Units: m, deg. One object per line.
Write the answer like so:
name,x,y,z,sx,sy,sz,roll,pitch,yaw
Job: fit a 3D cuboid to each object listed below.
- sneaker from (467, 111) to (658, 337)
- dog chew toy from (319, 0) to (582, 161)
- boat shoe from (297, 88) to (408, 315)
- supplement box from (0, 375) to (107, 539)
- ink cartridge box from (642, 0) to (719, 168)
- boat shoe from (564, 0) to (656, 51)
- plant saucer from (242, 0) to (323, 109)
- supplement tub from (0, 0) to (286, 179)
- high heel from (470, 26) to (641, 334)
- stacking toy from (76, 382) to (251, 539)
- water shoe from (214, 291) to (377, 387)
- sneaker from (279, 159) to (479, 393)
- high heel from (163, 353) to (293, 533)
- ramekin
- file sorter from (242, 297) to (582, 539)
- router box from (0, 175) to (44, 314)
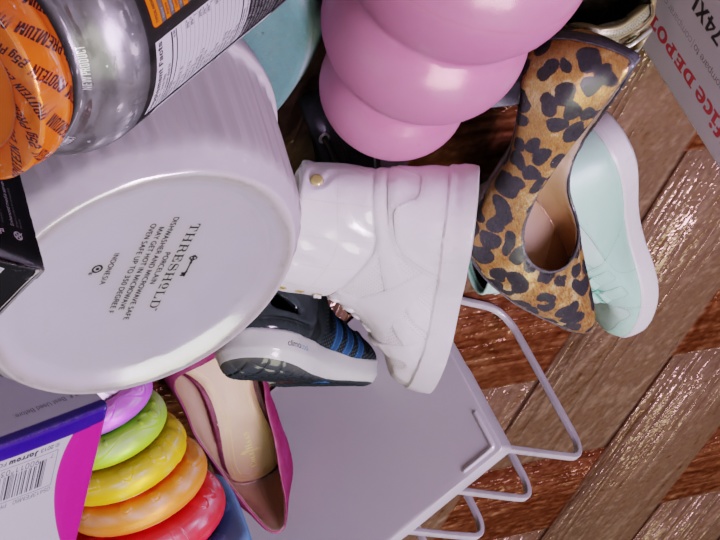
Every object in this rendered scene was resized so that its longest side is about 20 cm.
sneaker,0.121,-0.009,1.282,0.118,0.074,0.201,-29,140,-8
dog chew toy,0.036,-0.130,0.991,0.124,0.125,0.200,-8,149,-28
boat shoe,-0.010,-0.035,1.155,0.066,0.070,0.200,-12,147,-10
supplement box,-0.228,0.138,1.158,0.101,0.103,0.201,-19,138,-41
ink cartridge box,0.268,-0.161,1.094,0.145,0.147,0.201,-11,146,-25
boat shoe,0.133,-0.155,1.081,0.073,0.063,0.201,-15,147,-19
plant saucer,-0.099,-0.107,0.996,0.199,0.036,0.201,-20,145,-14
supplement tub,-0.102,-0.128,0.809,0.200,0.122,0.123,-44,165,-40
high heel,0.124,-0.043,1.122,0.142,0.072,0.200,-10,126,38
stacking toy,-0.151,0.096,1.200,0.115,0.110,0.201,-22,117,-7
water shoe,-0.033,0.029,1.223,0.071,0.080,0.200,-1,174,12
sneaker,0.000,0.000,1.111,0.115,0.074,0.200,5,148,0
high heel,-0.079,0.087,1.257,0.067,0.096,0.200,-26,150,0
ramekin,-0.121,-0.025,0.970,0.201,0.095,0.203,-19,145,-14
file sorter,0.026,0.125,1.357,0.200,0.139,0.124,-41,150,24
router box,-0.220,-0.035,0.861,0.062,0.201,0.150,21,126,-41
